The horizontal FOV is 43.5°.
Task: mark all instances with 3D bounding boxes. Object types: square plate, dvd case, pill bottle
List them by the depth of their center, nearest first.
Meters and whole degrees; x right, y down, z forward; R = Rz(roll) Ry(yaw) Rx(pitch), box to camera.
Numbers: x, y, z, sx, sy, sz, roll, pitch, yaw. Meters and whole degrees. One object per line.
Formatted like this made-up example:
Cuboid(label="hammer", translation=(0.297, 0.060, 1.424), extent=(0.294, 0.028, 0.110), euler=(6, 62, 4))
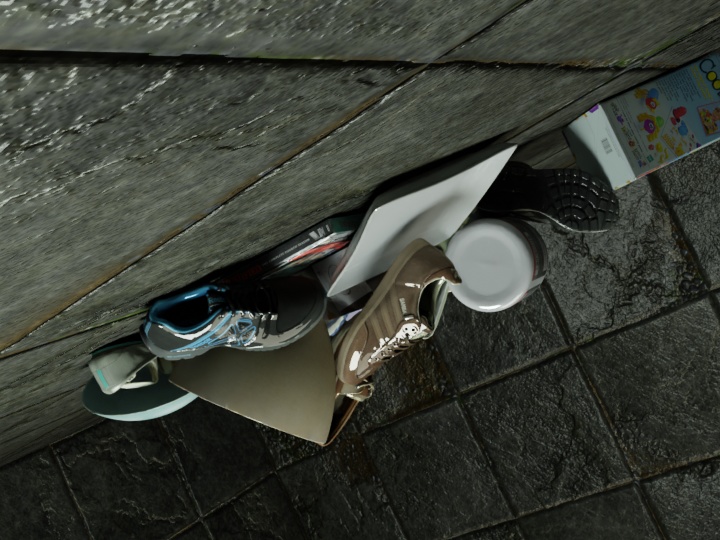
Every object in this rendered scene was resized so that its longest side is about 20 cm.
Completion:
Cuboid(label="square plate", translation=(0.060, -0.060, 1.007), extent=(0.199, 0.029, 0.199), euler=(-26, 163, -29))
Cuboid(label="dvd case", translation=(-0.084, -0.012, 1.039), extent=(0.199, 0.022, 0.146), euler=(-29, 176, 23))
Cuboid(label="pill bottle", translation=(0.187, -0.012, 1.199), extent=(0.115, 0.117, 0.200), euler=(-27, 174, 19))

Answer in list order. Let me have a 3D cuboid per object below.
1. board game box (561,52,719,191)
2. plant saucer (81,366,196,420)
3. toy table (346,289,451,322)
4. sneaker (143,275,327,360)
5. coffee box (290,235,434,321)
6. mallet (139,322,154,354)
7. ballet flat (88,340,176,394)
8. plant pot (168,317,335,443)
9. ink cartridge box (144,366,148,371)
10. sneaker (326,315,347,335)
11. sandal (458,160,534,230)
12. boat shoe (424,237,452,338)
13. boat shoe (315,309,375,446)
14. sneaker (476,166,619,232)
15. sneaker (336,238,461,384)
Cuboid(label="board game box", translation=(0.384, -0.188, 1.178), extent=(0.198, 0.106, 0.103), euler=(-24, 177, -19))
Cuboid(label="plant saucer", translation=(-0.271, 0.152, 1.213), extent=(0.198, 0.039, 0.202), euler=(-12, -156, 5))
Cuboid(label="toy table", translation=(0.048, 0.019, 1.360), extent=(0.116, 0.186, 0.200), euler=(-13, -156, -27))
Cuboid(label="sneaker", translation=(-0.128, 0.046, 0.949), extent=(0.197, 0.074, 0.082), euler=(-14, 159, -12))
Cuboid(label="coffee box", translation=(0.000, 0.000, 1.182), extent=(0.114, 0.080, 0.200), euler=(-31, -177, -28))
Cuboid(label="mallet", translation=(-0.208, 0.058, 1.096), extent=(0.065, 0.042, 0.200), euler=(-29, -179, 6))
Cuboid(label="ballet flat", translation=(-0.267, 0.112, 1.167), extent=(0.067, 0.064, 0.199), euler=(-26, 178, 31))
Cuboid(label="plant pot", translation=(-0.109, 0.102, 1.063), extent=(0.200, 0.198, 0.136), euler=(125, -13, -83))
Cuboid(label="ink cartridge box", translation=(-0.254, 0.133, 1.398), extent=(0.199, 0.088, 0.145), euler=(-28, 178, -29))
Cuboid(label="sneaker", translation=(-0.075, 0.048, 1.361), extent=(0.199, 0.085, 0.078), euler=(-14, -136, 61))
Cuboid(label="sandal", translation=(0.174, -0.103, 1.286), extent=(0.201, 0.079, 0.058), euler=(-43, -155, 54))
Cuboid(label="boat shoe", translation=(0.100, -0.005, 1.214), extent=(0.071, 0.202, 0.062), euler=(-2, -156, -36))
Cuboid(label="boat shoe", translation=(-0.011, 0.135, 1.145), extent=(0.075, 0.072, 0.201), euler=(17, 110, -52))
Cuboid(label="sneaker", translation=(0.236, -0.096, 1.182), extent=(0.197, 0.077, 0.088), euler=(13, 178, 5))
Cuboid(label="sneaker", translation=(0.042, 0.064, 1.046), extent=(0.070, 0.075, 0.201), euler=(-6, 130, -59))
